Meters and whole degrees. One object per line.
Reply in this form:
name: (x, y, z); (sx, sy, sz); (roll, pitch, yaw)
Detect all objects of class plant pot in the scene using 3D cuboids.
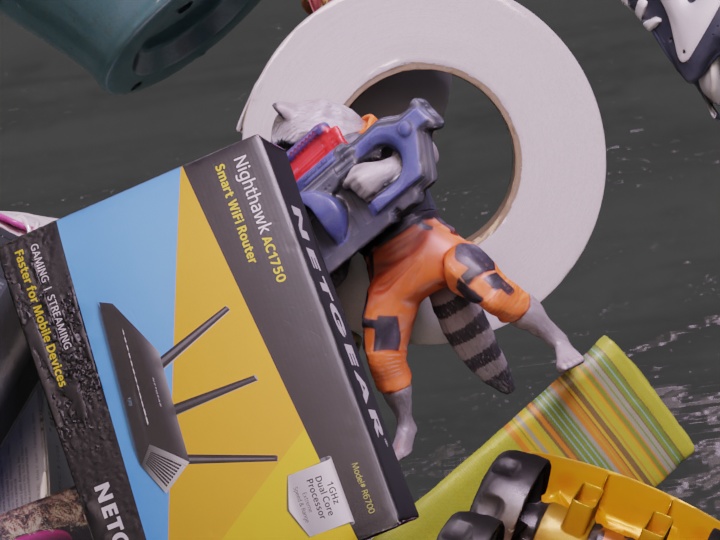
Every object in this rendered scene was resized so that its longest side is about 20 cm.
plant pot: (-0.148, -0.214, 1.104); (0.200, 0.200, 0.188); (-39, 83, -2)

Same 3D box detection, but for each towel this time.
towel: (0.078, 0.127, 1.002); (0.200, 0.018, 0.086); (-40, 112, -2)

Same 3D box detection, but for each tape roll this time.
tape roll: (0.033, -0.060, 1.045); (0.202, 0.037, 0.204); (0, 96, 3)

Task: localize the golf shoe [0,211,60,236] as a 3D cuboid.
golf shoe: (-0.175, 0.002, 1.084); (0.199, 0.092, 0.076); (-5, 70, 9)

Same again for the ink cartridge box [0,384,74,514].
ink cartridge box: (-0.266, 0.109, 1.090); (0.199, 0.050, 0.109); (-11, 71, 10)

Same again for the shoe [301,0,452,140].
shoe: (0.000, -0.154, 1.114); (0.091, 0.071, 0.201); (8, 97, 53)

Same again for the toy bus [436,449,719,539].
toy bus: (0.087, 0.203, 0.910); (0.135, 0.200, 0.193); (23, 108, 13)

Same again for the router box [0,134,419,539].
router box: (-0.076, 0.055, 0.934); (0.149, 0.051, 0.201); (-23, 81, 11)

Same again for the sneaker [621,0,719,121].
sneaker: (0.167, -0.146, 1.064); (0.199, 0.079, 0.130); (-3, 91, 29)

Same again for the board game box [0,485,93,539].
board game box: (-0.144, 0.226, 1.000); (0.159, 0.097, 0.201); (-22, 69, 4)

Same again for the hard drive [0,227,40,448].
hard drive: (-0.247, 0.062, 1.011); (0.139, 0.033, 0.200); (25, 79, 25)

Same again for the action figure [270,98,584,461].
action figure: (0.000, 0.000, 1.006); (0.200, 0.105, 0.194); (-30, 87, 30)

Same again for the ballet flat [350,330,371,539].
ballet flat: (-0.019, 0.121, 1.026); (0.063, 0.069, 0.201); (-4, 72, 0)
